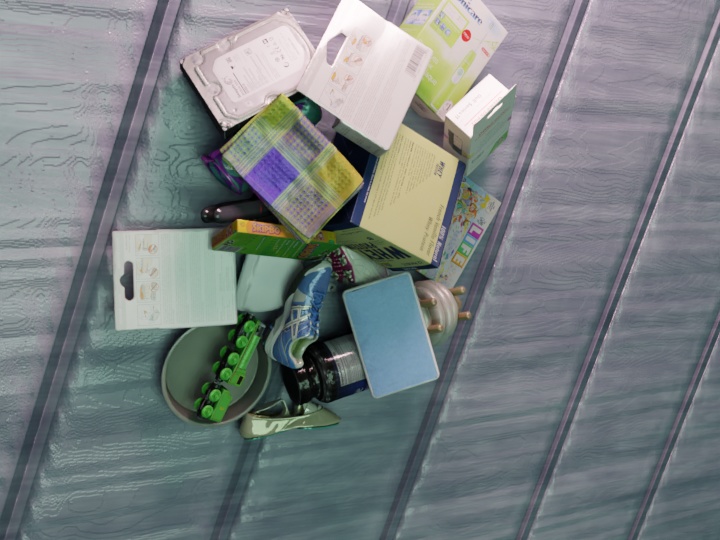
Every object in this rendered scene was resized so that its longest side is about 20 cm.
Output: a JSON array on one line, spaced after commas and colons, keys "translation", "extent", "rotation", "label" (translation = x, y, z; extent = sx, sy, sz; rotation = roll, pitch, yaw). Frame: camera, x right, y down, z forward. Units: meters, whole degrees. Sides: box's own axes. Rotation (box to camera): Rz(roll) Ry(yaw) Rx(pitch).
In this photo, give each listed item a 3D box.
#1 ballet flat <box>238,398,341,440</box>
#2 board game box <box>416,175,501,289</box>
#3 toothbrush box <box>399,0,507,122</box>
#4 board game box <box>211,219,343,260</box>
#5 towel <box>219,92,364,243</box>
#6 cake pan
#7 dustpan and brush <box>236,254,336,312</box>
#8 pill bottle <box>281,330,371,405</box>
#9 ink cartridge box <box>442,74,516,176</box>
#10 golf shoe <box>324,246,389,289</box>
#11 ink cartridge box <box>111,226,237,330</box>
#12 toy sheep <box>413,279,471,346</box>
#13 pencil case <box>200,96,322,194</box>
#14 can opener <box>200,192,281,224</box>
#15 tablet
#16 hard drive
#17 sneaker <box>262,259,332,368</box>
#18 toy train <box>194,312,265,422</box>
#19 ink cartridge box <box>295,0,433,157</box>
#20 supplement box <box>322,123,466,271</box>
[{"translation": [-0.127, 0.266, 1.582], "extent": [0.198, 0.069, 0.070], "rotation": [-5, 108, -27], "label": "ballet flat"}, {"translation": [0.170, -0.078, 1.651], "extent": [0.134, 0.034, 0.201], "rotation": [29, 90, -33], "label": "board game box"}, {"translation": [0.139, -0.386, 1.507], "extent": [0.145, 0.086, 0.201], "rotation": [38, 84, -32], "label": "toothbrush box"}, {"translation": [-0.133, -0.047, 1.404], "extent": [0.198, 0.095, 0.030], "rotation": [9, 69, -34], "label": "board game box"}, {"translation": [-0.102, -0.156, 1.331], "extent": [0.143, 0.023, 0.200], "rotation": [-42, 107, 3], "label": "towel"}, {"translation": [-0.253, 0.173, 1.495], "extent": [0.198, 0.037, 0.202], "rotation": [-9, 110, -27], "label": "cake pan"}, {"translation": [-0.124, 0.018, 1.516], "extent": [0.198, 0.057, 0.141], "rotation": [15, 100, -25], "label": "dustpan and brush"}, {"translation": [-0.038, 0.175, 1.571], "extent": [0.198, 0.112, 0.113], "rotation": [-16, 113, -23], "label": "pill bottle"}, {"translation": [0.209, -0.264, 1.526], "extent": [0.117, 0.067, 0.200], "rotation": [-43, 165, -11], "label": "ink cartridge box"}, {"translation": [0.000, 0.000, 1.570], "extent": [0.092, 0.075, 0.201], "rotation": [-45, 124, -27], "label": "golf shoe"}, {"translation": [-0.302, 0.012, 1.400], "extent": [0.198, 0.047, 0.162], "rotation": [-2, 94, -21], "label": "ink cartridge box"}, {"translation": [0.121, 0.082, 1.611], "extent": [0.199, 0.137, 0.139], "rotation": [-12, 112, -46], "label": "toy sheep"}, {"translation": [-0.158, -0.216, 1.397], "extent": [0.200, 0.085, 0.093], "rotation": [-46, 134, -9], "label": "pencil case"}, {"translation": [-0.178, -0.098, 1.396], "extent": [0.199, 0.063, 0.080], "rotation": [-13, 95, -61], "label": "can opener"}, {"translation": [0.055, 0.115, 1.529], "extent": [0.129, 0.014, 0.202], "rotation": [-17, 93, -3], "label": "tablet"}, {"translation": [-0.163, -0.311, 1.346], "extent": [0.199, 0.038, 0.140], "rotation": [-30, 79, -15], "label": "hard drive"}, {"translation": [-0.092, 0.076, 1.478], "extent": [0.075, 0.077, 0.201], "rotation": [6, 114, -53], "label": "sneaker"}, {"translation": [-0.220, 0.166, 1.468], "extent": [0.056, 0.042, 0.201], "rotation": [25, 92, -42], "label": "toy train"}, {"translation": [0.004, -0.311, 1.367], "extent": [0.175, 0.045, 0.201], "rotation": [30, 70, -16], "label": "ink cartridge box"}, {"translation": [0.048, -0.128, 1.477], "extent": [0.199, 0.134, 0.202], "rotation": [25, 74, -32], "label": "supplement box"}]
